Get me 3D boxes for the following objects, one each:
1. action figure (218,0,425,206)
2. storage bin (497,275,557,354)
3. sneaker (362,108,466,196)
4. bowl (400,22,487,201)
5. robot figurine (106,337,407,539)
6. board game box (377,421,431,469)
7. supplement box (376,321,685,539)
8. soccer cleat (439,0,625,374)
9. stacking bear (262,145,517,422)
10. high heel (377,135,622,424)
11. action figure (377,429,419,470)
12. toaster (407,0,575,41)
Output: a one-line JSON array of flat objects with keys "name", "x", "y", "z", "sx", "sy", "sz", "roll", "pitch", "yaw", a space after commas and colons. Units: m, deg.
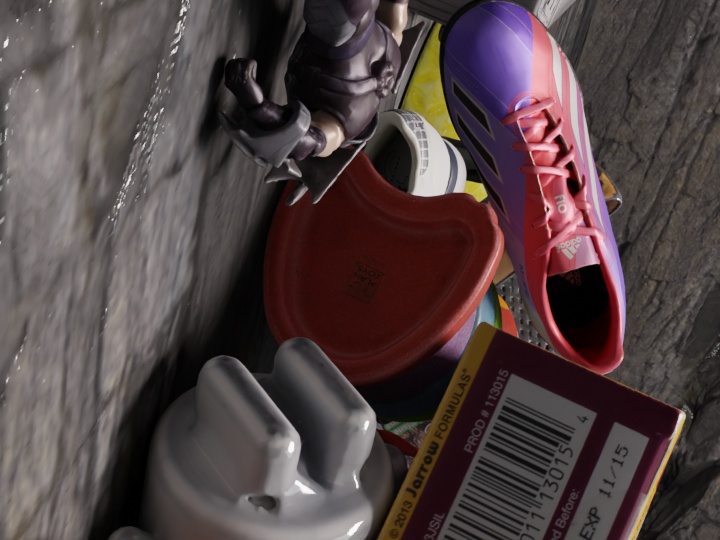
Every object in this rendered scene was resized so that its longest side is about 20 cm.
[{"name": "action figure", "x": -0.008, "y": -0.110, "z": 0.544, "sx": 0.201, "sy": 0.068, "sz": 0.131, "roll": 102, "pitch": 4, "yaw": -58}, {"name": "storage bin", "x": 0.105, "y": 0.021, "z": 1.154, "sx": 0.136, "sy": 0.092, "sz": 0.202, "roll": 118, "pitch": -23, "yaw": -56}, {"name": "sneaker", "x": 0.000, "y": 0.000, "z": 0.842, "sx": 0.080, "sy": 0.075, "sz": 0.203, "roll": 27, "pitch": 79, "yaw": -69}, {"name": "bowl", "x": 0.092, "y": -0.094, "z": 1.029, "sx": 0.200, "sy": 0.106, "sz": 0.203, "roll": 21, "pitch": 90, "yaw": -81}, {"name": "robot figurine", "x": -0.050, "y": 0.130, "z": 0.639, "sx": 0.168, "sy": 0.113, "sz": 0.202, "roll": -10, "pitch": 130, "yaw": -31}, {"name": "board game box", "x": 0.053, "y": 0.163, "z": 1.000, "sx": 0.096, "sy": 0.201, "sz": 0.160, "roll": -31, "pitch": 163, "yaw": -8}, {"name": "supplement box", "x": 0.082, "y": 0.123, "z": 0.672, "sx": 0.132, "sy": 0.102, "sz": 0.200, "roll": -64, "pitch": 166, "yaw": -10}, {"name": "soccer cleat", "x": 0.094, "y": -0.040, "z": 0.687, "sx": 0.073, "sy": 0.067, "sz": 0.202, "roll": -106, "pitch": 176, "yaw": -62}, {"name": "stacking bear", "x": 0.033, "y": 0.030, "z": 0.752, "sx": 0.115, "sy": 0.120, "sz": 0.200, "roll": -63, "pitch": 154, "yaw": -6}, {"name": "high heel", "x": 0.081, "y": 0.012, "z": 0.878, "sx": 0.071, "sy": 0.141, "sz": 0.203, "roll": 29, "pitch": 76, "yaw": -54}, {"name": "action figure", "x": 0.027, "y": 0.147, "z": 0.882, "sx": 0.052, "sy": 0.199, "sz": 0.066, "roll": 2, "pitch": 116, "yaw": -64}, {"name": "toaster", "x": 0.082, "y": -0.213, "z": 0.703, "sx": 0.129, "sy": 0.112, "sz": 0.202, "roll": -54, "pitch": 164, "yaw": -52}]
